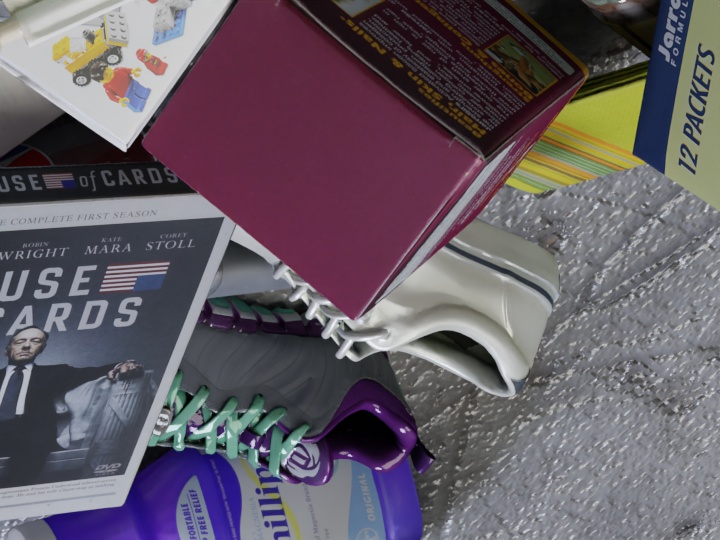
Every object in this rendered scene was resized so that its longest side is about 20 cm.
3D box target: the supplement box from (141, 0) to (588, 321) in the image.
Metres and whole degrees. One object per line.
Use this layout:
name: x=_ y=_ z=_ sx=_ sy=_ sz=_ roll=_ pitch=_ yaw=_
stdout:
supplement box: x=0.008 y=-0.067 z=1.122 sx=0.086 sy=0.110 sz=0.200 roll=-52 pitch=175 yaw=21

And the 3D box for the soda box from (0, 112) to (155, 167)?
soda box: x=-0.177 y=-0.003 z=1.154 sx=0.199 sy=0.070 sz=0.064 roll=-17 pitch=138 yaw=-11

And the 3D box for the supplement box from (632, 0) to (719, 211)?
supplement box: x=0.250 y=-0.079 z=1.088 sx=0.199 sy=0.200 sz=0.135 roll=-14 pitch=125 yaw=-35

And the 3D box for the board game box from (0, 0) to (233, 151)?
board game box: x=-0.079 y=-0.161 z=1.020 sx=0.126 sy=0.035 sz=0.201 roll=35 pitch=94 yaw=-19

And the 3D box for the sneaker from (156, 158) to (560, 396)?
sneaker: x=0.000 y=0.000 z=1.217 sx=0.199 sy=0.071 sz=0.073 roll=19 pitch=158 yaw=-22

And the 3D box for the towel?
towel: x=0.127 y=-0.072 z=1.258 sx=0.199 sy=0.018 sz=0.086 roll=-16 pitch=157 yaw=42

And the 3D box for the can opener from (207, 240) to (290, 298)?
can opener: x=-0.073 y=-0.007 z=1.263 sx=0.199 sy=0.054 sz=0.067 roll=-7 pitch=161 yaw=-30

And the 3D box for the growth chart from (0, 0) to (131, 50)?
growth chart: x=-0.107 y=-0.183 z=0.980 sx=0.144 sy=0.018 sz=0.201 roll=-17 pitch=106 yaw=-7

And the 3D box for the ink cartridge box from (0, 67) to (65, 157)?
ink cartridge box: x=-0.120 y=-0.134 z=1.094 sx=0.199 sy=0.048 sz=0.146 roll=-35 pitch=141 yaw=-5

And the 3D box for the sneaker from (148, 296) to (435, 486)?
sneaker: x=-0.057 y=0.060 z=1.300 sx=0.199 sy=0.088 sz=0.075 roll=-1 pitch=131 yaw=-34

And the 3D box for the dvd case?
dvd case: x=-0.141 y=0.034 z=1.140 sx=0.149 sy=0.025 sz=0.201 roll=-5 pitch=140 yaw=-28

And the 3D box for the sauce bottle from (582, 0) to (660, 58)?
sauce bottle: x=0.168 y=-0.111 z=1.302 sx=0.065 sy=0.065 sz=0.200 roll=-44 pitch=142 yaw=12

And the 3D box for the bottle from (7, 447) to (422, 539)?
bottle: x=-0.070 y=0.124 z=1.359 sx=0.199 sy=0.084 sz=0.065 roll=-11 pitch=170 yaw=-25
